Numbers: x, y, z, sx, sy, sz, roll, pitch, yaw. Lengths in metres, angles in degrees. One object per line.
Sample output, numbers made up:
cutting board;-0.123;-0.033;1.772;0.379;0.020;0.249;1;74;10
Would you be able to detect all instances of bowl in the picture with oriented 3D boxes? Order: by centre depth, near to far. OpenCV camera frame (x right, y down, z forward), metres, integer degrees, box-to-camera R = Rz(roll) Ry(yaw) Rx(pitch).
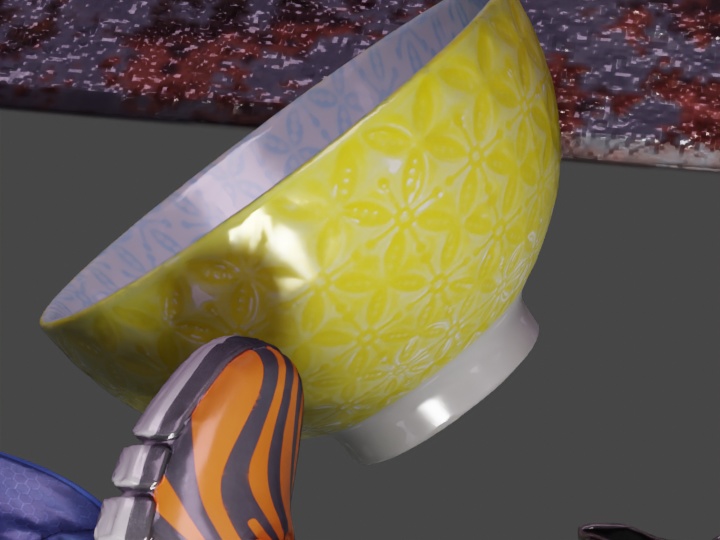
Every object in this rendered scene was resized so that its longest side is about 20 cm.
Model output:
bowl;0.000;0.000;0.916;0.200;0.200;0.108;-42;100;-29

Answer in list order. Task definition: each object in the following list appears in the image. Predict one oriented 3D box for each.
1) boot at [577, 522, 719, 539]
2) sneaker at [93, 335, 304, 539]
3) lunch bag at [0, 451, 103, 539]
boot;0.155;0.151;0.823;0.173;0.070;0.201;-10;44;2
sneaker;-0.021;0.118;0.746;0.111;0.078;0.201;4;71;26
lunch bag;-0.161;0.130;0.806;0.199;0.136;0.133;19;52;18
